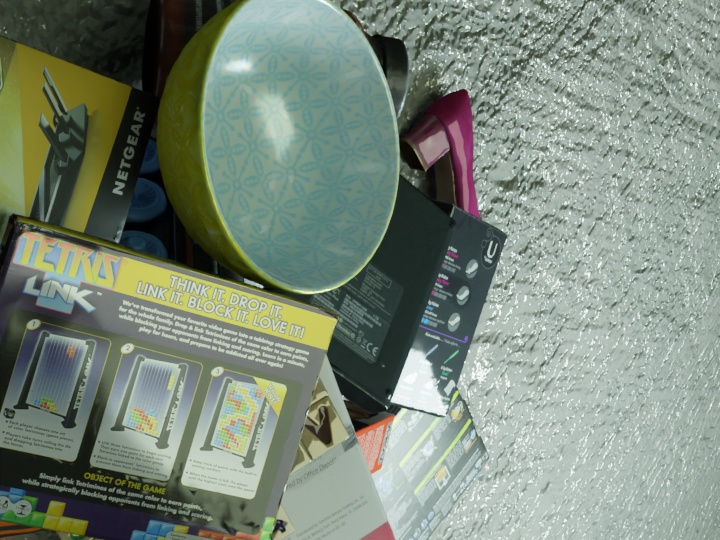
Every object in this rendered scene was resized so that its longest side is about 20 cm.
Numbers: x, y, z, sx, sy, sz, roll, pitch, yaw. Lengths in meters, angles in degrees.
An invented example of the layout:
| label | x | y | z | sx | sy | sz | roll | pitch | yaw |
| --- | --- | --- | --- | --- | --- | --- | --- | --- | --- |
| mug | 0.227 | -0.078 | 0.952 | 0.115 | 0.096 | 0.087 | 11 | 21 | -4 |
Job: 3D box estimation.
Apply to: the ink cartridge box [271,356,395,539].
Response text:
| label | x | y | z | sx | sy | sz | roll | pitch | yaw |
| --- | --- | --- | --- | --- | --- | --- | --- | --- | --- |
| ink cartridge box | -0.071 | 0.161 | 0.739 | 0.146 | 0.083 | 0.201 | -21 | 90 | -39 |

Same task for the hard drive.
| label | x | y | z | sx | sy | sz | roll | pitch | yaw |
| --- | --- | --- | --- | --- | --- | --- | --- | --- | --- |
| hard drive | 0.000 | 0.000 | 0.868 | 0.139 | 0.033 | 0.200 | 37 | 58 | -23 |

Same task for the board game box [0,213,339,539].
| label | x | y | z | sx | sy | sz | roll | pitch | yaw |
| --- | --- | --- | --- | --- | --- | --- | --- | --- | --- |
| board game box | -0.132 | 0.074 | 0.606 | 0.199 | 0.057 | 0.166 | 18 | 87 | -22 |

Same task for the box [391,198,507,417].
| label | x | y | z | sx | sy | sz | roll | pitch | yaw |
| --- | --- | --- | --- | --- | --- | --- | --- | --- | --- |
| box | 0.046 | 0.031 | 1.026 | 0.106 | 0.122 | 0.201 | 22 | 87 | -48 |

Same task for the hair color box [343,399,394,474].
| label | x | y | z | sx | sy | sz | roll | pitch | yaw |
| --- | --- | --- | --- | --- | --- | --- | --- | --- | --- |
| hair color box | -0.045 | 0.157 | 0.932 | 0.200 | 0.101 | 0.062 | 7 | 97 | -75 |

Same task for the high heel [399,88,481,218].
| label | x | y | z | sx | sy | sz | roll | pitch | yaw |
| --- | --- | --- | --- | --- | --- | --- | --- | --- | --- |
| high heel | 0.119 | -0.094 | 1.102 | 0.096 | 0.067 | 0.200 | -42 | 128 | -17 |

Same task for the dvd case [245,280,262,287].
| label | x | y | z | sx | sy | sz | roll | pitch | yaw |
| --- | --- | --- | --- | --- | --- | --- | --- | --- | --- |
| dvd case | -0.062 | 0.005 | 0.928 | 0.146 | 0.022 | 0.201 | 5 | 110 | -37 |

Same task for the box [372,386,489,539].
| label | x | y | z | sx | sy | sz | roll | pitch | yaw |
| --- | --- | --- | --- | --- | --- | --- | --- | --- | --- |
| box | 0.053 | 0.222 | 1.159 | 0.200 | 0.047 | 0.193 | -48 | 131 | -25 |

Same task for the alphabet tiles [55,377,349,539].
| label | x | y | z | sx | sy | sz | roll | pitch | yaw |
| --- | --- | --- | --- | --- | --- | --- | --- | --- | --- |
| alphabet tiles | -0.108 | 0.116 | 0.665 | 0.200 | 0.008 | 0.168 | -29 | 94 | -26 |

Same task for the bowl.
| label | x | y | z | sx | sy | sz | roll | pitch | yaw |
| --- | --- | --- | --- | --- | --- | --- | --- | --- | --- |
| bowl | -0.073 | -0.084 | 0.696 | 0.200 | 0.107 | 0.201 | 2 | 87 | -52 |

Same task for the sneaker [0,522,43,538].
| label | x | y | z | sx | sy | sz | roll | pitch | yaw |
| --- | --- | --- | --- | --- | --- | --- | --- | --- | --- |
| sneaker | -0.199 | 0.172 | 0.773 | 0.199 | 0.112 | 0.078 | -21 | 125 | -12 |

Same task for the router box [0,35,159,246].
| label | x | y | z | sx | sy | sz | roll | pitch | yaw |
| --- | --- | --- | --- | --- | --- | --- | --- | --- | --- |
| router box | -0.222 | -0.036 | 0.613 | 0.157 | 0.052 | 0.201 | 15 | 91 | -48 |

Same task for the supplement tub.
| label | x | y | z | sx | sy | sz | roll | pitch | yaw |
| --- | --- | --- | --- | --- | --- | --- | --- | --- | --- |
| supplement tub | -0.066 | -0.159 | 0.797 | 0.199 | 0.107 | 0.107 | 3 | 103 | -19 |

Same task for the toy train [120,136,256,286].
| label | x | y | z | sx | sy | sz | roll | pitch | yaw |
| --- | --- | --- | --- | --- | --- | --- | --- | --- | --- |
| toy train | -0.137 | -0.028 | 0.762 | 0.114 | 0.200 | 0.087 | 3 | 135 | -16 |
